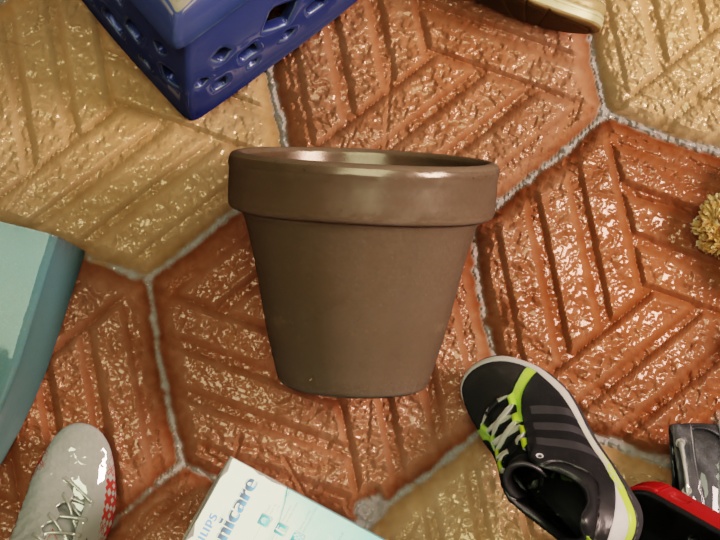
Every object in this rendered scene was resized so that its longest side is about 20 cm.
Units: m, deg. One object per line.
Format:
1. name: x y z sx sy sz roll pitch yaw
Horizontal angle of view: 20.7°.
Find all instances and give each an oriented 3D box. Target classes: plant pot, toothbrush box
1. plant pot: 0.000 0.000 1.466 0.200 0.200 0.175 2 97 -1
2. toothbrush box: -0.025 0.222 1.428 0.200 0.146 0.085 29 80 4
3. plant pot: -0.306 0.060 1.464 0.141 0.141 0.200 14 87 2
4. plant pot: -0.120 -0.262 1.502 0.200 0.180 0.200 -39 81 -7

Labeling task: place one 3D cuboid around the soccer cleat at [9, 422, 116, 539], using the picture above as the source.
1. soccer cleat: -0.230 0.209 1.458 0.069 0.085 0.200 17 80 3

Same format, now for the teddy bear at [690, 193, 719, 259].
1. teddy bear: 0.349 -0.002 1.517 0.145 0.067 0.200 -26 80 -3

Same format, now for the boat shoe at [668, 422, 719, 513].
1. boat shoe: 0.250 0.212 1.472 0.068 0.072 0.200 4 79 1

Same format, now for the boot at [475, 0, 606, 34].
1. boot: 0.125 -0.286 1.564 0.200 0.073 0.155 25 83 9

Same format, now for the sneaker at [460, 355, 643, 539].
1. sneaker: 0.130 0.132 1.445 0.200 0.083 0.072 48 115 34

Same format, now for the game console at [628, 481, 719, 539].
1. game console: 0.241 0.265 1.422 0.200 0.031 0.177 28 104 33
